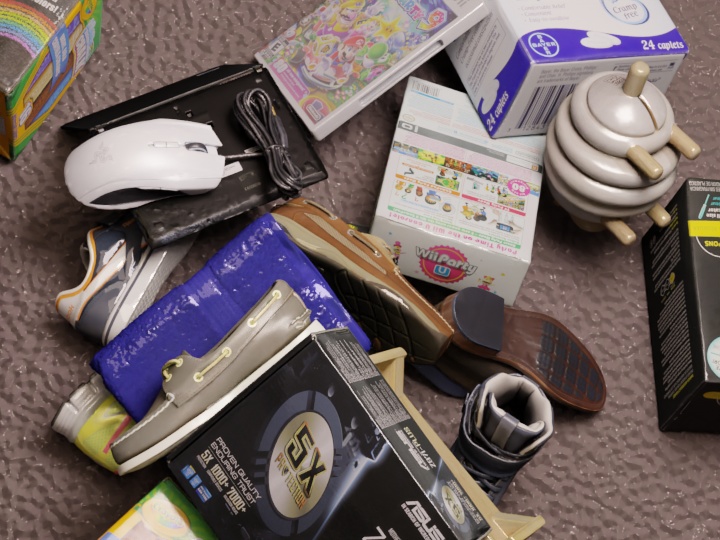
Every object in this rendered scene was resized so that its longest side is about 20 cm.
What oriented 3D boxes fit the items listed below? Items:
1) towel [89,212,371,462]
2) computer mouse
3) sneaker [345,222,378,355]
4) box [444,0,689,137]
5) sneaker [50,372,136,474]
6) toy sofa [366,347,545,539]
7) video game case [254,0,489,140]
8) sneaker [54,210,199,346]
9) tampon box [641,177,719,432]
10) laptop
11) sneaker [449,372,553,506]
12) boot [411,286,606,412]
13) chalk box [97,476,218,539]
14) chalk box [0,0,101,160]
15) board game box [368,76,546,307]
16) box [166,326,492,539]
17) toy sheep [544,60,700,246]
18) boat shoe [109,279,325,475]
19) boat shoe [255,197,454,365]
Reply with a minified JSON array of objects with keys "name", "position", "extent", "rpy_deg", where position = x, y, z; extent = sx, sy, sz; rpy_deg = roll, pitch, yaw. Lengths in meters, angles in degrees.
[{"name":"towel","position":[-0.108,0.068,1.434],"extent":[0.199,0.050,0.148],"rpy_deg":[-39,98,-8]},{"name":"computer mouse","position":[-0.153,-0.097,1.462],"extent":[0.198,0.044,0.111],"rpy_deg":[-11,65,-14]},{"name":"sneaker","position":[0.004,0.039,1.539],"extent":[0.084,0.075,0.202],"rpy_deg":[-12,68,-17]},{"name":"box","position":[0.182,-0.239,1.648],"extent":[0.182,0.105,0.201],"rpy_deg":[-7,54,-26]},{"name":"sneaker","position":[-0.168,0.098,1.485],"extent":[0.200,0.078,0.090],"rpy_deg":[-42,86,-18]},{"name":"toy sofa","position":[0.047,0.168,1.393],"extent":[0.098,0.083,0.201],"rpy_deg":[-43,78,19]},{"name":"video game case","position":[0.008,-0.223,1.617],"extent":[0.199,0.018,0.144],"rpy_deg":[-36,46,0]},{"name":"sneaker","position":[-0.199,-0.026,1.527],"extent":[0.079,0.079,0.201],"rpy_deg":[25,59,8]},{"name":"tampon box","position":[0.355,0.036,1.580],"extent":[0.148,0.127,0.202],"rpy_deg":[3,65,-9]},{"name":"laptop","position":[-0.154,-0.109,1.553],"extent":[0.176,0.104,0.201],"rpy_deg":[-23,68,-19]},{"name":"sneaker","position":[0.094,0.178,1.455],"extent":[0.076,0.146,0.203],"rpy_deg":[30,65,2]},{"name":"boot","position":[0.129,0.081,1.556],"extent":[0.199,0.097,0.075],"rpy_deg":[31,55,-28]},{"name":"chalk box","position":[-0.158,0.261,1.378],"extent":[0.125,0.124,0.200],"rpy_deg":[42,65,9]},{"name":"chalk box","position":[-0.314,-0.230,1.566],"extent":[0.124,0.124,0.201],"rpy_deg":[30,63,5]},{"name":"board game box","position":[0.091,-0.076,1.584],"extent":[0.146,0.065,0.201],"rpy_deg":[17,44,-2]},{"name":"box","position":[-0.025,0.174,1.328],"extent":[0.163,0.086,0.201],"rpy_deg":[-39,79,16]},{"name":"toy sheep","position":[0.232,-0.110,1.553],"extent":[0.136,0.201,0.139],"rpy_deg":[8,46,-9]},{"name":"boat shoe","position":[-0.123,0.087,1.372],"extent":[0.201,0.072,0.061],"rpy_deg":[-37,91,-11]},{"name":"boat shoe","position":[0.000,0.000,1.483],"extent":[0.199,0.076,0.074],"rpy_deg":[36,51,10]}]
